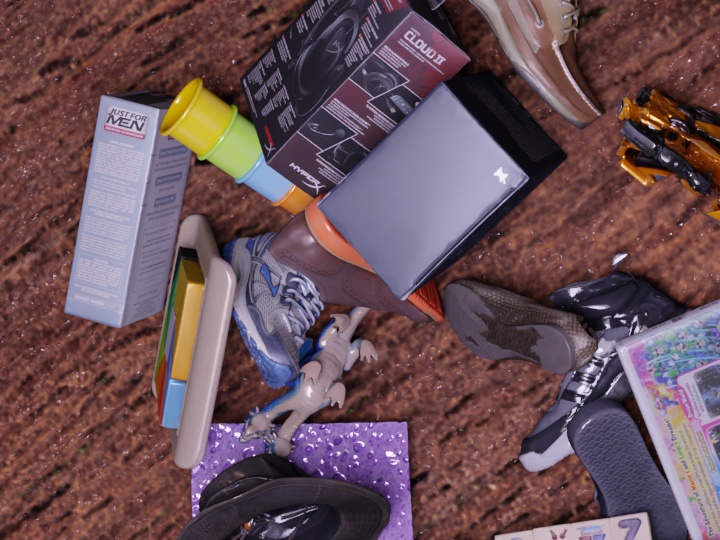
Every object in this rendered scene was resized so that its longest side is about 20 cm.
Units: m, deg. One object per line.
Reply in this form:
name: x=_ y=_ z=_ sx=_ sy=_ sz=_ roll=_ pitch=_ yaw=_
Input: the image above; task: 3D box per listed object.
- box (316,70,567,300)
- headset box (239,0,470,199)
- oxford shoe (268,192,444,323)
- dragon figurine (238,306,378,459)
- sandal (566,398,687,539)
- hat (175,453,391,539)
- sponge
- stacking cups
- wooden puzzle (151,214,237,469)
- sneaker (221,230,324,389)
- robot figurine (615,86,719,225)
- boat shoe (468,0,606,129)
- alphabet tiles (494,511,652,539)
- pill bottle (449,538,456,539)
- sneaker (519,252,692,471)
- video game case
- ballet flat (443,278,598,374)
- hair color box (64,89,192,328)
box: x=0.072 y=-0.075 z=1.572 sx=0.148 sy=0.200 sz=0.107 roll=-43 pitch=86 yaw=16
headset box: x=-0.002 y=-0.178 z=1.598 sx=0.077 sy=0.149 sz=0.200 roll=35 pitch=109 yaw=-32
oxford shoe: x=0.000 y=0.000 z=1.626 sx=0.072 sy=0.200 sz=0.071 roll=-33 pitch=47 yaw=22
dragon figurine: x=-0.037 y=0.084 z=1.668 sx=0.059 sy=0.201 sz=0.099 roll=39 pitch=149 yaw=-15
sandal: x=0.230 y=0.186 z=1.624 sx=0.076 sy=0.043 sz=0.201 roll=-24 pitch=121 yaw=-5
hat: x=-0.079 y=0.208 z=1.612 sx=0.200 sy=0.200 sz=0.081 roll=-37 pitch=50 yaw=17
sponge: x=-0.052 y=0.193 z=1.689 sx=0.199 sy=0.030 sz=0.112 roll=0 pitch=77 yaw=-3
stacking cups: x=-0.082 y=-0.088 z=1.654 sx=0.200 sy=0.061 sz=0.061 roll=36 pitch=108 yaw=-23
wooden puzzle: x=-0.156 y=0.057 z=1.665 sx=0.037 sy=0.200 sz=0.186 roll=8 pitch=102 yaw=-16
sneaker: x=-0.068 y=0.022 z=1.640 sx=0.085 sy=0.200 sz=0.077 roll=-22 pitch=126 yaw=4
robot figurine: x=0.294 y=-0.079 z=1.547 sx=0.199 sy=0.145 sz=0.058 roll=30 pitch=116 yaw=4
boat shoe: x=0.149 y=-0.214 z=1.597 sx=0.074 sy=0.076 sz=0.200 roll=-36 pitch=89 yaw=14
alphabet tiles: x=0.224 y=0.292 z=1.589 sx=0.199 sy=0.008 sz=0.168 roll=-10 pitch=82 yaw=9
pill bottle: x=0.161 y=0.304 z=1.656 sx=0.199 sy=0.104 sz=0.105 roll=18 pitch=103 yaw=11
sneaker: x=0.190 y=0.076 z=1.631 sx=0.200 sy=0.075 sz=0.114 roll=-44 pitch=85 yaw=11
video game case: x=0.333 y=0.116 z=1.585 sx=0.181 sy=0.024 sz=0.201 roll=-23 pitch=103 yaw=4
ballet flat: x=0.137 y=0.045 z=1.608 sx=0.046 sy=0.200 sz=0.068 roll=-22 pitch=109 yaw=-26
hair color box: x=-0.206 y=-0.058 z=1.703 sx=0.060 sy=0.099 sz=0.201 roll=15 pitch=102 yaw=14
